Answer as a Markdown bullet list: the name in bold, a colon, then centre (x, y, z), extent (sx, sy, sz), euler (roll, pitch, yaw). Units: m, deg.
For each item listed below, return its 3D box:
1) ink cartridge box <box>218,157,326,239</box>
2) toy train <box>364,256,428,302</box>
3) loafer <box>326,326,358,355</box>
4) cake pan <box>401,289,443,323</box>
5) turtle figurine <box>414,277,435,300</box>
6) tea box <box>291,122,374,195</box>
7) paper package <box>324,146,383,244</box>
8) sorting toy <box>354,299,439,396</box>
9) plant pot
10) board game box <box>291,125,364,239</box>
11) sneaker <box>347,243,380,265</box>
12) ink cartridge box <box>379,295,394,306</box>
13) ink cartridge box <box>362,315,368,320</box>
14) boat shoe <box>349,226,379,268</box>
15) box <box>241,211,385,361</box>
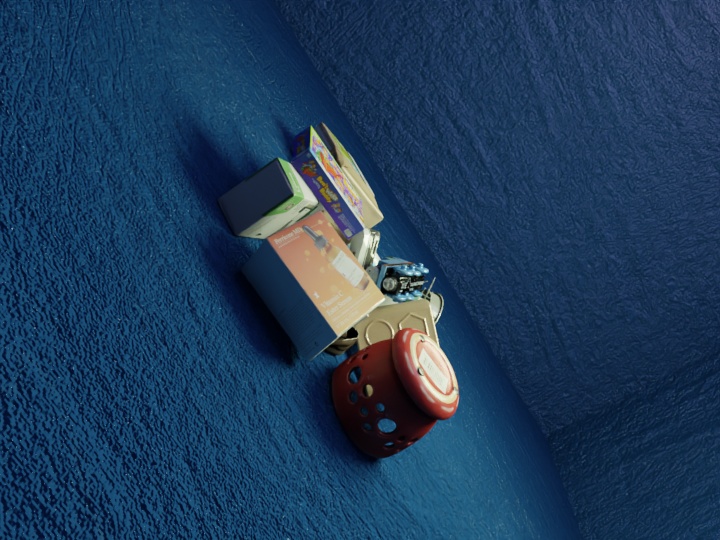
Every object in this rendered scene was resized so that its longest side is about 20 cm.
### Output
- **ink cartridge box**: centre (-0.161, -0.133, 1.069), extent (0.085, 0.145, 0.200), euler (61, 15, 9)
- **toy train**: centre (0.080, 0.018, 1.251), extent (0.113, 0.088, 0.199), euler (19, 11, 25)
- **loafer**: centre (-0.066, 0.109, 1.052), extent (0.199, 0.070, 0.074), euler (29, 32, -60)
- **cake pan**: centre (0.139, 0.130, 1.459), extent (0.037, 0.200, 0.201), euler (41, 19, -17)
- **turtle figurine**: centre (0.110, 0.062, 1.461), extent (0.100, 0.201, 0.150), euler (36, 15, -15)
- **tea box**: centre (-0.085, -0.300, 1.653), extent (0.196, 0.133, 0.202), euler (39, 18, -51)
- **paper package**: centre (-0.077, -0.150, 1.282), extent (0.191, 0.198, 0.104), euler (46, 17, -38)
- **sorting toy**: centre (0.084, 0.173, 1.190), extent (0.037, 0.181, 0.204), euler (113, -33, -69)
- **plant pot**: centre (0.073, 0.220, 1.016), extent (0.200, 0.181, 0.202), euler (40, 29, -27)
- **board game box**: centre (-0.064, -0.181, 1.111), extent (0.201, 0.044, 0.135), euler (53, 17, -30)
- **sneaker**: centre (0.022, -0.040, 1.399), extent (0.199, 0.074, 0.088), euler (39, 61, -45)
- **ink cartridge box**: centre (0.046, 0.113, 1.333), extent (0.060, 0.102, 0.202), euler (102, -31, -57)
- **ink cartridge box**: centre (-0.074, 0.012, 1.167), extent (0.146, 0.083, 0.202), euler (42, 22, -49)
- **boat shoe**: centre (0.000, 0.000, 1.276), extent (0.063, 0.204, 0.070), euler (11, 10, -34)
- **box**: centre (-0.081, 0.024, 0.951), extent (0.201, 0.106, 0.152), euler (52, 43, 3)
